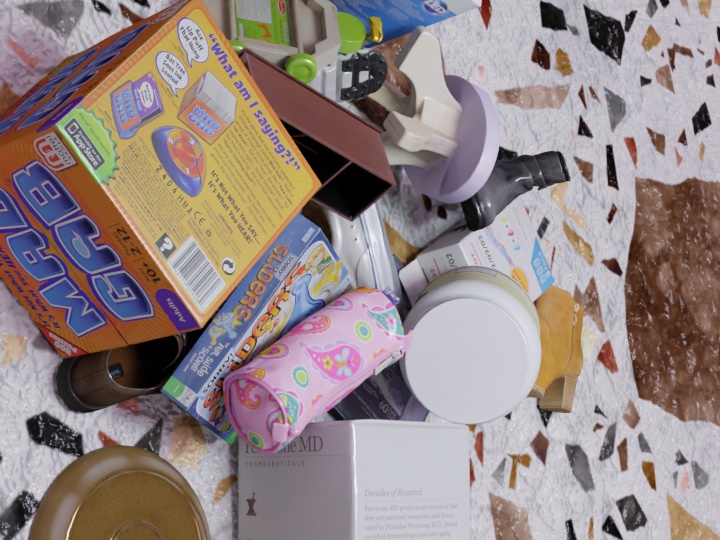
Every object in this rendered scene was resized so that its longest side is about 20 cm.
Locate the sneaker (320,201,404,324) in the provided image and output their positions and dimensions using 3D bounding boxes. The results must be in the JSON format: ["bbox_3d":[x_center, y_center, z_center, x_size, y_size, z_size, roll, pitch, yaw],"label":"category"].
[{"bbox_3d":[0.000,0.000,1.495,0.073,0.070,0.202,2,75,-82],"label":"sneaker"}]

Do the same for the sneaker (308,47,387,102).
[{"bbox_3d":[-0.075,-0.205,1.467,0.198,0.090,0.067,-15,126,-29],"label":"sneaker"}]

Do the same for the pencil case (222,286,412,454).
[{"bbox_3d":[-0.037,0.088,1.301,0.199,0.087,0.088,-32,104,-45],"label":"pencil case"}]

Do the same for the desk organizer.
[{"bbox_3d":[-0.059,-0.128,1.378,0.199,0.072,0.077,27,35,-42],"label":"desk organizer"}]

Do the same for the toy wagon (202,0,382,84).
[{"bbox_3d":[-0.075,-0.247,1.419,0.198,0.040,0.156,9,46,-17],"label":"toy wagon"}]

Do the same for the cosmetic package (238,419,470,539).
[{"bbox_3d":[-0.006,0.247,1.353,0.165,0.166,0.202,7,79,-44],"label":"cosmetic package"}]

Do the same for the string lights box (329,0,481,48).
[{"bbox_3d":[0.024,-0.297,1.491,0.102,0.199,0.060,28,62,-39],"label":"string lights box"}]

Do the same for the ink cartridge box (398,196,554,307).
[{"bbox_3d":[0.136,0.007,1.619,0.200,0.067,0.116,-36,104,-50],"label":"ink cartridge box"}]

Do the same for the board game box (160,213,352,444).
[{"bbox_3d":[-0.092,0.056,1.303,0.201,0.034,0.135,-54,158,-8],"label":"board game box"}]

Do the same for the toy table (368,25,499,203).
[{"bbox_3d":[0.058,-0.161,1.530,0.116,0.200,0.185,24,98,-30],"label":"toy table"}]

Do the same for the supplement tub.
[{"bbox_3d":[0.114,0.076,1.456,0.200,0.144,0.146,-42,116,-81],"label":"supplement tub"}]

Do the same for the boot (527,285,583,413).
[{"bbox_3d":[0.207,0.083,1.688,0.201,0.070,0.146,24,68,-52],"label":"boot"}]

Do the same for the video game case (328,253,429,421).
[{"bbox_3d":[0.034,0.103,1.543,0.143,0.019,0.201,50,51,-27],"label":"video game case"}]

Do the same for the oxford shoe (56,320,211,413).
[{"bbox_3d":[-0.174,0.075,1.285,0.199,0.084,0.073,-29,98,-48],"label":"oxford shoe"}]

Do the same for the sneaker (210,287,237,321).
[{"bbox_3d":[-0.086,0.001,1.353,0.071,0.093,0.199,58,23,19],"label":"sneaker"}]

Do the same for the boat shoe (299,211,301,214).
[{"bbox_3d":[-0.133,-0.108,1.391,0.200,0.074,0.093,43,36,-30],"label":"boat shoe"}]

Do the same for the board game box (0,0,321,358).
[{"bbox_3d":[-0.198,-0.075,1.208,0.201,0.199,0.200,56,47,-20],"label":"board game box"}]

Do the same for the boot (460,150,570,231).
[{"bbox_3d":[0.173,-0.102,1.592,0.200,0.130,0.070,-86,162,-75],"label":"boot"}]

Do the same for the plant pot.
[{"bbox_3d":[-0.203,0.256,1.254,0.199,0.027,0.202,12,73,-44],"label":"plant pot"}]
